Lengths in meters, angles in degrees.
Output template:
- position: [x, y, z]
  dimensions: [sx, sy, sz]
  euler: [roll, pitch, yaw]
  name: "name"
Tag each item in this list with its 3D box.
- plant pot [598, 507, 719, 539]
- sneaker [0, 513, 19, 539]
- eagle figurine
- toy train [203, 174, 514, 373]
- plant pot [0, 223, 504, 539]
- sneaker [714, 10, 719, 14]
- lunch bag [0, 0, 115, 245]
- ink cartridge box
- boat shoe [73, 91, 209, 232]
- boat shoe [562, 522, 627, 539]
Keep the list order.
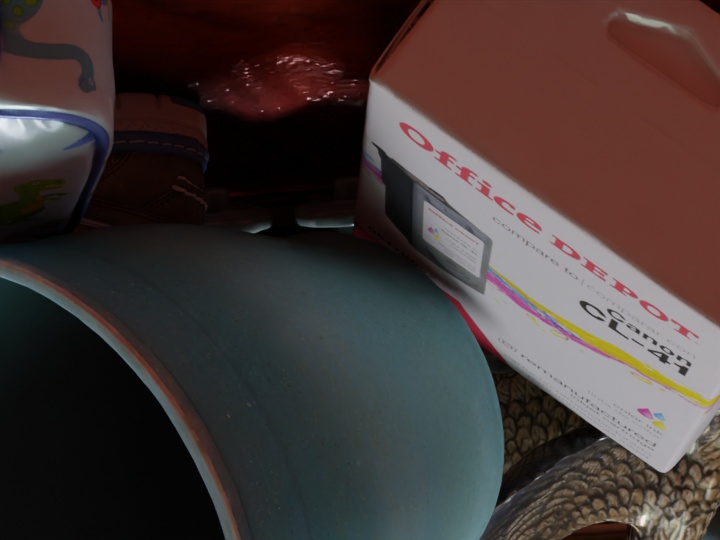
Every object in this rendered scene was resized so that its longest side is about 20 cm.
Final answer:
- position: [0.192, 0.081, 1.272]
  dimensions: [0.199, 0.196, 0.196]
  euler: [9, 162, -11]
  name: "plant pot"
- position: [-0.142, 0.045, 1.032]
  dimensions: [0.075, 0.200, 0.092]
  euler: [-10, 149, 5]
  name: "sneaker"
- position: [0.097, 0.078, 1.077]
  dimensions: [0.199, 0.151, 0.152]
  euler: [6, 151, -9]
  name: "eagle figurine"
- position: [0.000, 0.000, 1.084]
  dimensions: [0.199, 0.085, 0.114]
  euler: [-6, -173, 1]
  name: "toy train"
- position: [-0.055, 0.072, 0.919]
  dimensions: [0.200, 0.201, 0.188]
  euler: [-18, -178, 40]
  name: "plant pot"
- position: [0.185, -0.046, 1.007]
  dimensions: [0.083, 0.074, 0.200]
  euler: [-10, 164, 33]
  name: "sneaker"
- position: [-0.176, -0.056, 0.853]
  dimensions: [0.199, 0.083, 0.161]
  euler: [-1, 165, -11]
  name: "lunch bag"
- position: [0.077, -0.022, 0.919]
  dimensions: [0.147, 0.086, 0.200]
  euler: [36, 168, 8]
  name: "ink cartridge box"
- position: [-0.153, -0.022, 0.999]
  dimensions: [0.199, 0.073, 0.072]
  euler: [-5, 164, -1]
  name: "boat shoe"
- position: [0.044, 0.136, 1.168]
  dimensions: [0.199, 0.074, 0.069]
  euler: [-5, 130, -10]
  name: "boat shoe"
